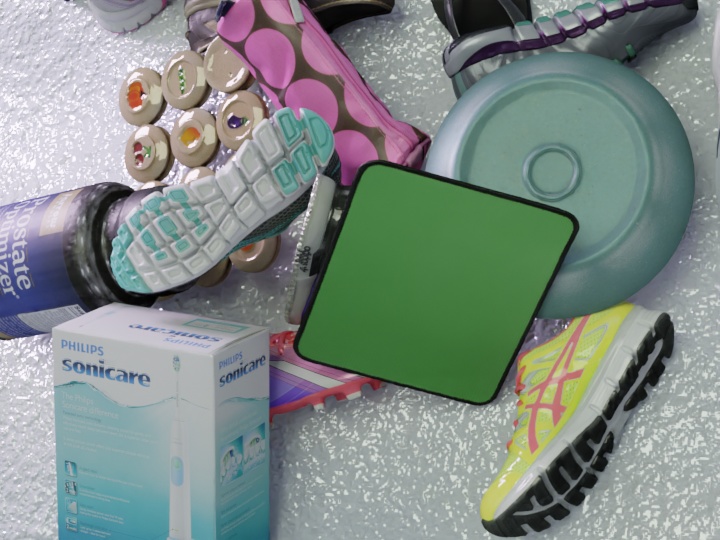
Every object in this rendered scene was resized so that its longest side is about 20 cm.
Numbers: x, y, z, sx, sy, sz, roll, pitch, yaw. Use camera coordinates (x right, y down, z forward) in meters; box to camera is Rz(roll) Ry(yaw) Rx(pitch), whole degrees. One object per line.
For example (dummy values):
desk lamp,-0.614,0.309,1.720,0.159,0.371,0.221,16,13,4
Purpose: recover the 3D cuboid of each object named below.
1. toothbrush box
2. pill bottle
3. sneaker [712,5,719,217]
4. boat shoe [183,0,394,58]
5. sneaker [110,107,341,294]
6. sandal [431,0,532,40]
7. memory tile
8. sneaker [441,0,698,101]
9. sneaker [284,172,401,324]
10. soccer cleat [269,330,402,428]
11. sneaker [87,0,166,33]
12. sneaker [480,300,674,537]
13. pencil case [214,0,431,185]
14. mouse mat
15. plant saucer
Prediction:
toothbrush box,-0.150,0.137,1.406,0.145,0.085,0.202,7,107,27
pill bottle,-0.227,-0.010,1.507,0.199,0.112,0.113,-11,68,33
sneaker,0.291,-0.115,1.351,0.072,0.071,0.202,4,93,-3
boat shoe,-0.058,-0.202,1.543,0.199,0.074,0.074,-5,80,32
sneaker,-0.094,-0.039,1.401,0.199,0.091,0.078,-31,69,9
sandal,0.103,-0.189,1.473,0.076,0.043,0.201,-25,64,15
memory tile,-0.135,-0.085,1.528,0.152,0.017,0.202,-14,77,32
sneaker,0.166,-0.154,1.417,0.198,0.074,0.088,-15,88,3
sneaker,0.000,0.000,1.389,0.099,0.200,0.070,13,69,-1
soccer cleat,-0.043,0.072,1.433,0.199,0.067,0.077,-22,86,22
sneaker,-0.166,-0.286,1.604,0.199,0.088,0.082,-35,62,10
sneaker,0.140,0.101,1.343,0.090,0.078,0.200,30,77,31
pencil case,-0.026,-0.143,1.450,0.200,0.091,0.094,50,137,2
mouse mat,0.050,0.013,1.321,0.160,0.201,0.008,15,40,-8
plant saucer,0.140,-0.067,1.341,0.198,0.036,0.202,-3,77,13
